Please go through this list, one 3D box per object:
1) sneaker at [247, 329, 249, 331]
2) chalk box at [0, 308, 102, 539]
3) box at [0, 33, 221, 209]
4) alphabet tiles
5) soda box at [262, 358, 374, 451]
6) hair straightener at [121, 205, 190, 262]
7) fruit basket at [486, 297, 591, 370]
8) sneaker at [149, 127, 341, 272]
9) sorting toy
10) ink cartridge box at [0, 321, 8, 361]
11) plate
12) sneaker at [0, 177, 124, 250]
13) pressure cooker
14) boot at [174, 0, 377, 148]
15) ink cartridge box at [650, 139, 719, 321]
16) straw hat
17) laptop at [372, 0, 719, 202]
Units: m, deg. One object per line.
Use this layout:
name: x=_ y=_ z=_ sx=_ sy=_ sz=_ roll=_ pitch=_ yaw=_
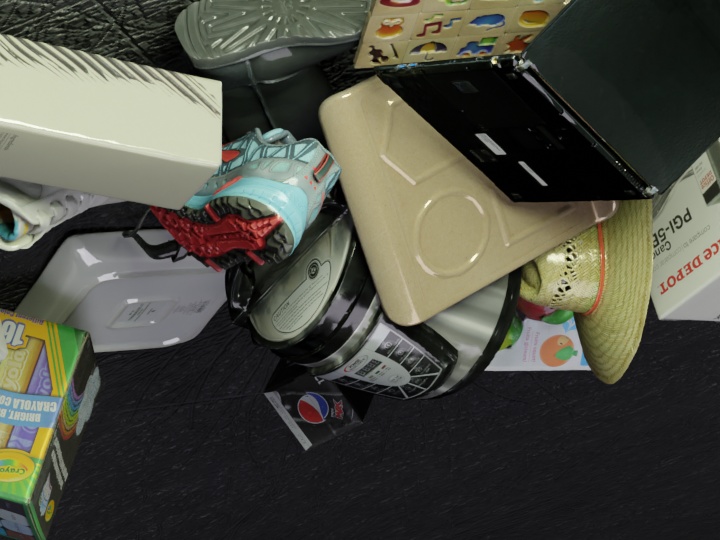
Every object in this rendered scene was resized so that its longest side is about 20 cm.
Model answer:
sneaker: x=-0.047 y=0.018 z=1.864 sx=0.074 sy=0.087 sz=0.200 roll=-37 pitch=170 yaw=-32
chalk box: x=-0.306 y=0.145 z=1.812 sx=0.123 sy=0.201 sz=0.125 roll=16 pitch=156 yaw=5
box: x=-0.197 y=-0.101 z=1.468 sx=0.199 sy=0.069 sz=0.082 roll=11 pitch=154 yaw=-25
alphabet tiles: x=0.099 y=-0.169 z=1.466 sx=0.199 sy=0.008 sz=0.167 roll=-5 pitch=155 yaw=-13
soda box: x=-0.018 y=0.069 z=1.913 sx=0.063 sy=0.071 sz=0.200 roll=-29 pitch=-164 yaw=25
hair straightener: x=-0.096 y=-0.060 z=1.754 sx=0.199 sy=0.041 sz=0.077 roll=-14 pitch=127 yaw=0
fruit basket: x=0.133 y=0.009 z=1.899 sx=0.199 sy=0.094 sz=0.186 roll=3 pitch=115 yaw=-8
sneaker: x=-0.079 y=-0.055 z=1.569 sx=0.096 sy=0.079 sz=0.200 roll=-48 pitch=-153 yaw=-22
sorting toy: x=0.079 y=-0.081 z=1.592 sx=0.199 sy=0.186 sz=0.036 roll=-27 pitch=-155 yaw=-17
ink cartridge box: x=-0.380 y=0.030 z=1.684 sx=0.146 sy=0.083 sz=0.200 roll=-21 pitch=157 yaw=9
plate: x=-0.189 y=0.024 z=1.878 sx=0.199 sy=0.032 sz=0.200 roll=-4 pitch=153 yaw=-32
sneaker: x=-0.235 y=-0.056 z=1.593 sx=0.199 sy=0.081 sz=0.077 roll=-3 pitch=152 yaw=-34
pressure cooker: x=-0.001 y=-0.002 z=1.686 sx=0.199 sy=0.177 sz=0.178 roll=19 pitch=-178 yaw=-32
boot: x=-0.033 y=-0.139 z=1.561 sx=0.164 sy=0.066 sz=0.200 roll=-10 pitch=155 yaw=5
ink cartridge box: x=0.277 y=-0.079 z=1.752 sx=0.083 sy=0.201 sz=0.147 roll=0 pitch=152 yaw=-35
straw hat: x=0.158 y=-0.014 z=1.712 sx=0.085 sy=0.202 sz=0.201 roll=4 pitch=153 yaw=-12
laptop: x=0.146 y=-0.133 z=1.488 sx=0.199 sy=0.104 sz=0.177 roll=0 pitch=150 yaw=44
